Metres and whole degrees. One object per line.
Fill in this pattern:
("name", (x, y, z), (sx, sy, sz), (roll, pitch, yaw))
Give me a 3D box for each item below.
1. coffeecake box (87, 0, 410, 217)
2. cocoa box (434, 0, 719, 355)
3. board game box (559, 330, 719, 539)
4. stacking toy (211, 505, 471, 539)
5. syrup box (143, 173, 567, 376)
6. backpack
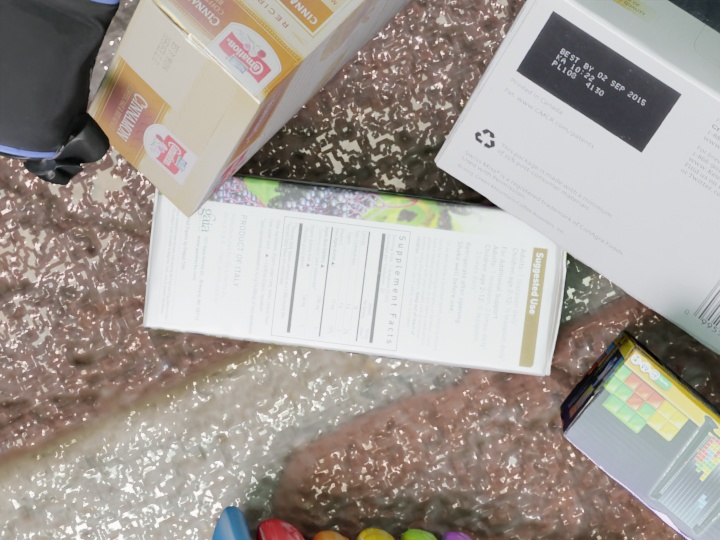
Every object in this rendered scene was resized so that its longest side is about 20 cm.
("coffeecake box", (-0.023, -0.136, 1.379), (0.073, 0.154, 0.200), (43, 66, 1))
("cocoa box", (0.163, -0.072, 1.393), (0.200, 0.131, 0.133), (33, 135, 2))
("board game box", (0.185, 0.115, 1.406), (0.200, 0.165, 0.057), (40, 94, 2))
("stacking toy", (0.030, 0.165, 1.460), (0.200, 0.110, 0.116), (-9, 107, -6))
("syrup box", (0.000, 0.000, 1.457), (0.200, 0.079, 0.082), (6, 92, 4))
("backpack", (-0.207, -0.145, 1.359), (0.183, 0.200, 0.147), (13, 102, -23))
